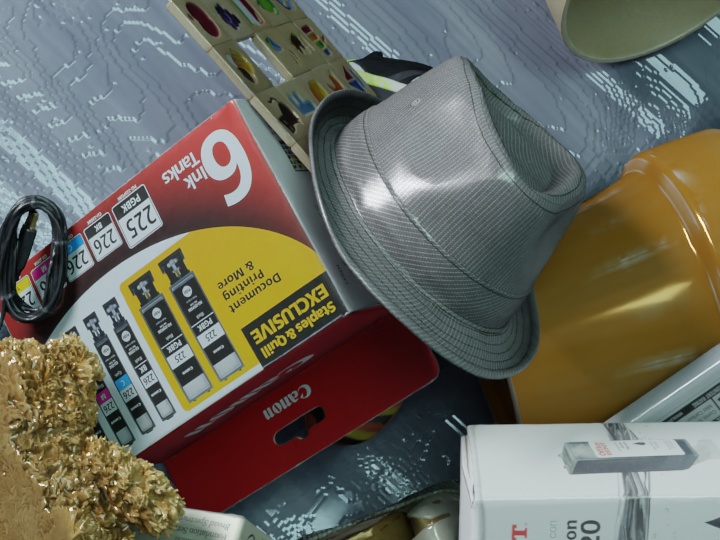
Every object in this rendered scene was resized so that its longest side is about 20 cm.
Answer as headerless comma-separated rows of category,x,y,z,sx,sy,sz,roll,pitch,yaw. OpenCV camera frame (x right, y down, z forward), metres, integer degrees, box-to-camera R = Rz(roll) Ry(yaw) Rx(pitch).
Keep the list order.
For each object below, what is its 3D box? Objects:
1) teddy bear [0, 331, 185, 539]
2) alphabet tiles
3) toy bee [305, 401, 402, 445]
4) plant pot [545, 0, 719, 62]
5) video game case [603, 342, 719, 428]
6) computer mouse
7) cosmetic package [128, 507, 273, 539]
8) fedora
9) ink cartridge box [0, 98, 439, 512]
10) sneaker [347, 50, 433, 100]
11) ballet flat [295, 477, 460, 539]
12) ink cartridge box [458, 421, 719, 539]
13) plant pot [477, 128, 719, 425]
teddy bear,-0.160,0.136,0.755,0.145,0.067,0.201,-41,69,13
alphabet tiles,-0.014,-0.087,0.828,0.200,0.008,0.167,49,22,-1
toy bee,0.000,0.000,0.881,0.131,0.108,0.202,-24,95,-66
plant pot,0.180,-0.288,1.024,0.186,0.188,0.201,-16,62,-21
video game case,0.190,0.160,0.845,0.199,0.023,0.183,-37,108,15
computer mouse,-0.213,0.051,0.807,0.058,0.034,0.201,27,98,-2
cosmetic package,-0.117,0.232,0.771,0.104,0.071,0.202,2,63,27
fedora,0.060,-0.046,0.766,0.177,0.090,0.200,43,23,-12
ink cartridge box,-0.083,0.033,0.804,0.177,0.199,0.084,60,24,10
sneaker,0.059,-0.104,0.933,0.199,0.072,0.083,24,48,25
ballet flat,0.022,0.174,0.859,0.198,0.072,0.073,-18,77,-22
ink cartridge box,0.154,0.164,0.789,0.197,0.085,0.147,-1,112,2
plant pot,0.165,0.034,0.897,0.181,0.200,0.202,-18,76,-5
